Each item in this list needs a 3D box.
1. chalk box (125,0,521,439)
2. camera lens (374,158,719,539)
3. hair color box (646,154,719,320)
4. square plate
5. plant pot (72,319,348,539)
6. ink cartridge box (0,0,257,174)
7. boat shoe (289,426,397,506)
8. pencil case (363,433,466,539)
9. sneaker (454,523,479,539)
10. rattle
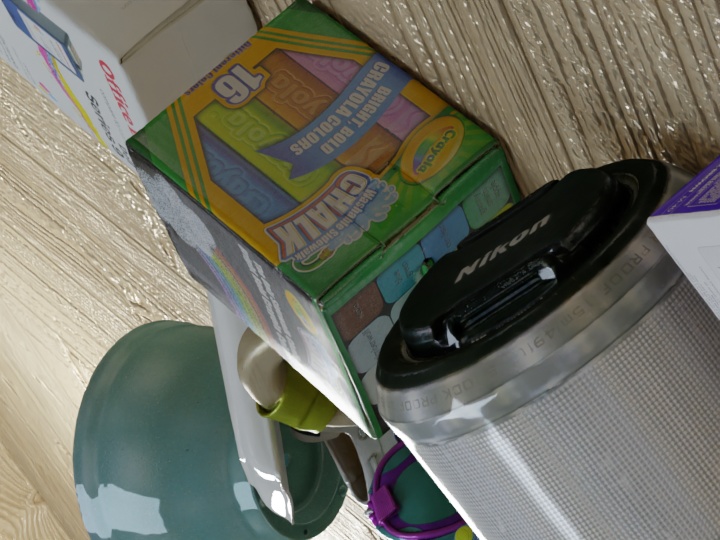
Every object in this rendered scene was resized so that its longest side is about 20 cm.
[{"bbox_3d":[0.005,-0.016,1.313,0.200,0.124,0.124,39,162,33],"label":"chalk box"},{"bbox_3d":[0.116,0.067,1.101,0.200,0.160,0.160,52,166,-14],"label":"camera lens"},{"bbox_3d":[0.185,0.002,0.911,0.109,0.065,0.200,52,168,-9],"label":"hair color box"},{"bbox_3d":[-0.075,0.057,1.734,0.198,0.028,0.200,88,171,-77],"label":"square plate"},{"bbox_3d":[-0.092,0.136,1.952,0.134,0.200,0.200,-1,135,37],"label":"plant pot"},{"bbox_3d":[-0.142,-0.144,1.501,0.200,0.088,0.145,38,162,33],"label":"ink cartridge box"},{"bbox_3d":[-0.019,0.082,1.771,0.071,0.070,0.200,36,162,44],"label":"boat shoe"},{"bbox_3d":[0.062,0.175,1.714,0.200,0.092,0.085,67,-167,-56],"label":"pencil case"},{"bbox_3d":[0.107,0.224,1.516,0.083,0.071,0.200,9,-148,-49],"label":"sneaker"},{"bbox_3d":[0.000,0.000,1.572,0.130,0.143,0.200,16,145,3],"label":"rattle"}]
